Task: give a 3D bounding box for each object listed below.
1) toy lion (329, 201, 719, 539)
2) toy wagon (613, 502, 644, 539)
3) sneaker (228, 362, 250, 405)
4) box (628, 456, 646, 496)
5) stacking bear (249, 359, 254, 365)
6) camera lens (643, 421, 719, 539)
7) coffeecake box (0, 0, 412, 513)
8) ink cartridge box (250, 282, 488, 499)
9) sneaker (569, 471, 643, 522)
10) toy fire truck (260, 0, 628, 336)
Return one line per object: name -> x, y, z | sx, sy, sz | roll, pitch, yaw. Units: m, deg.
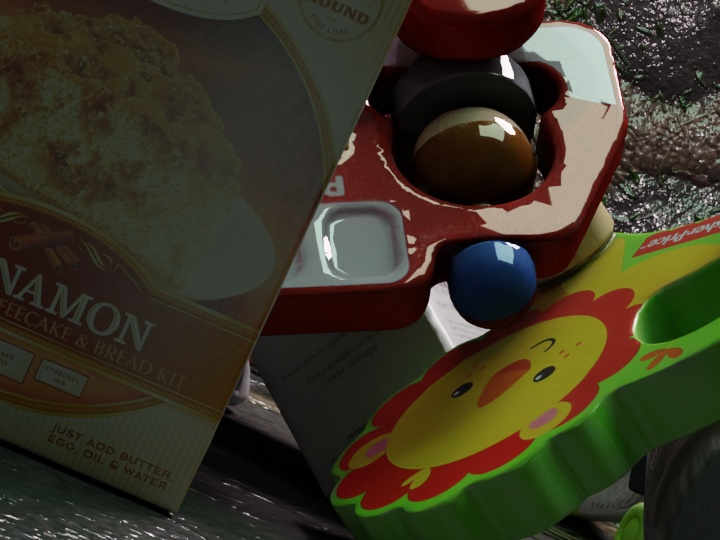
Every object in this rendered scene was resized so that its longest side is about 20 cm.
toy lion -> 0.087, 0.036, 0.981 | 0.200, 0.192, 0.069 | -18, -68, 43
toy wagon -> 0.205, 0.164, 1.218 | 0.155, 0.040, 0.200 | 23, 4, -17
sneaker -> -0.108, -0.002, 1.189 | 0.080, 0.089, 0.200 | 28, 5, 35
box -> 0.267, 0.082, 1.300 | 0.200, 0.124, 0.197 | 11, 2, -20
stacking bear -> -0.039, 0.004, 1.566 | 0.114, 0.122, 0.200 | 33, -4, 20
camera lens -> 0.193, 0.082, 1.067 | 0.160, 0.160, 0.200 | 24, 18, -1
coffeecake box -> -0.090, -0.044, 0.902 | 0.153, 0.200, 0.073 | 24, 7, -7
ink cartridge box -> 0.000, 0.000, 1.173 | 0.200, 0.084, 0.146 | 60, 17, 22
sneaker -> 0.128, 0.096, 1.468 | 0.105, 0.076, 0.200 | 23, 2, -35
toy fire truck -> 0.003, -0.041, 1.021 | 0.200, 0.112, 0.168 | -1, 49, -6
